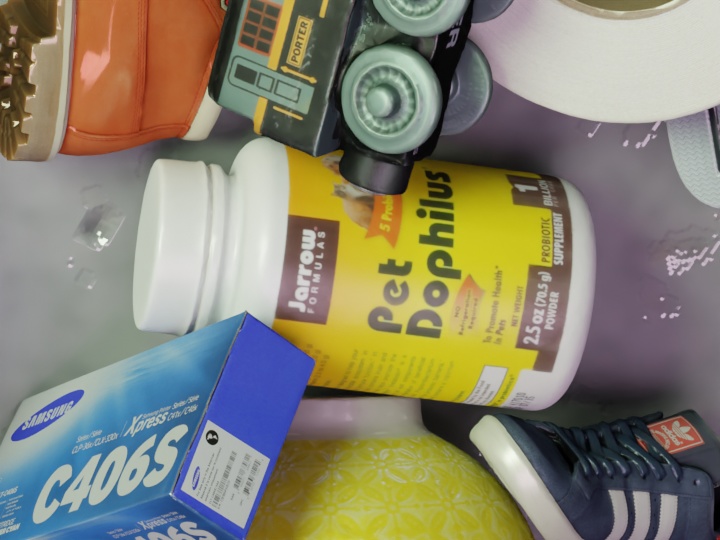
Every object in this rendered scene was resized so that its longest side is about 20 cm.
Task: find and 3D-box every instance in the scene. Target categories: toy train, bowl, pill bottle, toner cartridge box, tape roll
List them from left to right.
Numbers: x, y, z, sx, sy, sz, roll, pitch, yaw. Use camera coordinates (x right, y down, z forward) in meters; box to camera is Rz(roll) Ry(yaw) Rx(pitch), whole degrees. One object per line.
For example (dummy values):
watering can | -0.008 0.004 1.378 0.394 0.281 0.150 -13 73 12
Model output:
toner cartridge box | -0.106 0.088 1.270 0.043 0.095 0.200 37 147 -23
bowl | -0.011 0.113 1.325 0.198 0.200 0.109 -1 89 -7
pill bottle | 0.000 0.000 1.289 0.198 0.109 0.110 7 117 -12
toy train | 0.007 -0.135 1.194 0.113 0.085 0.201 22 110 19
tape roll | 0.114 -0.164 1.216 0.201 0.037 0.204 4 107 14

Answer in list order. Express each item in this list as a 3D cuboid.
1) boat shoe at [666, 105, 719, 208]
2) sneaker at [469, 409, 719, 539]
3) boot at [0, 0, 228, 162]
boat shoe | 0.162 -0.129 1.272 0.072 0.062 0.202 1 106 28
sneaker | 0.125 0.094 1.353 0.084 0.075 0.200 -42 147 10
boot | -0.095 -0.143 1.230 0.106 0.075 0.201 0 119 -22
